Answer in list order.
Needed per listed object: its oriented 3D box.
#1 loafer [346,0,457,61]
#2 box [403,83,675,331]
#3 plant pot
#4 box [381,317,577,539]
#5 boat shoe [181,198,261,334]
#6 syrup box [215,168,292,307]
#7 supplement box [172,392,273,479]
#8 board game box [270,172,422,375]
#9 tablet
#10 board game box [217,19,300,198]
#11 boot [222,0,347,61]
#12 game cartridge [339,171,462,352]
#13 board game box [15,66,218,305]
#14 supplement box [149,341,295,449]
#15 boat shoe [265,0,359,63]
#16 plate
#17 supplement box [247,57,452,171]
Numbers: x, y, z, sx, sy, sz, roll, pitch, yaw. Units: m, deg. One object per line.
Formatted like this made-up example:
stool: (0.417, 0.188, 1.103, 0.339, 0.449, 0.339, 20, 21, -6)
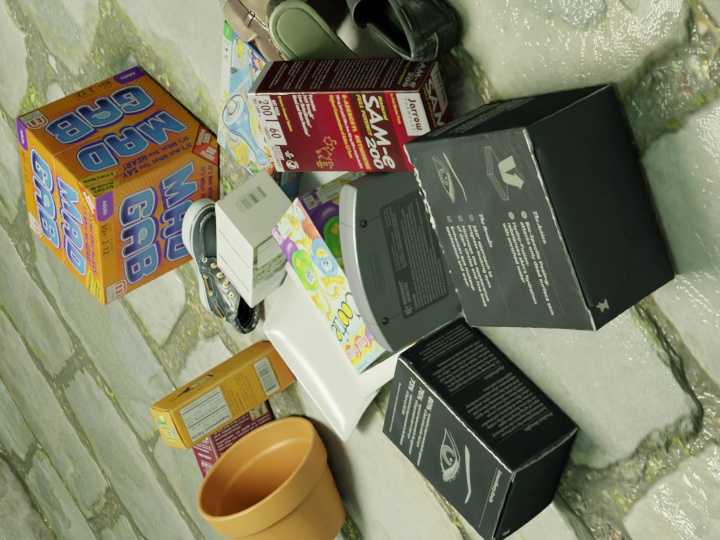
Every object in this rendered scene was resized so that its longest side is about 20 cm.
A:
loafer: (0.015, -0.280, 1.524, 0.200, 0.070, 0.068, 44, 146, 28)
box: (0.167, -0.057, 1.424, 0.199, 0.117, 0.198, 0, 114, 58)
plant pot: (-0.112, 0.327, 2.129, 0.199, 0.200, 0.141, 3, 134, 56)
box: (0.131, 0.181, 1.691, 0.200, 0.104, 0.149, 45, 146, 27)
boat shoe: (-0.185, -0.005, 2.075, 0.091, 0.071, 0.202, 34, 147, 37)
syrup box: (-0.131, -0.038, 1.898, 0.082, 0.078, 0.200, 50, 163, 14)
supplement box: (-0.189, 0.253, 2.246, 0.085, 0.110, 0.202, 6, 119, 56)
board game box: (0.000, 0.000, 1.747, 0.201, 0.102, 0.105, 57, 150, 8)
tablet: (-0.011, 0.047, 1.854, 0.130, 0.014, 0.201, -39, 78, 43)
board game box: (-0.121, -0.197, 1.842, 0.135, 0.034, 0.201, 44, 147, 28)
boot: (-0.106, -0.320, 1.662, 0.146, 0.070, 0.201, -23, 104, 48)
game cartridge: (0.044, -0.020, 1.632, 0.040, 0.133, 0.202, 19, 129, 49)
board game box: (-0.333, -0.120, 2.072, 0.200, 0.199, 0.201, 42, 145, 31)
supplement box: (-0.191, 0.173, 2.092, 0.066, 0.199, 0.069, 2, 116, 57)
boat shoe: (-0.033, -0.218, 1.633, 0.202, 0.071, 0.061, 53, -178, -29)
plate: (-0.042, 0.102, 1.970, 0.200, 0.032, 0.200, 53, 149, 16)
supplement box: (-0.007, -0.161, 1.566, 0.198, 0.061, 0.109, 1, 133, 25)
